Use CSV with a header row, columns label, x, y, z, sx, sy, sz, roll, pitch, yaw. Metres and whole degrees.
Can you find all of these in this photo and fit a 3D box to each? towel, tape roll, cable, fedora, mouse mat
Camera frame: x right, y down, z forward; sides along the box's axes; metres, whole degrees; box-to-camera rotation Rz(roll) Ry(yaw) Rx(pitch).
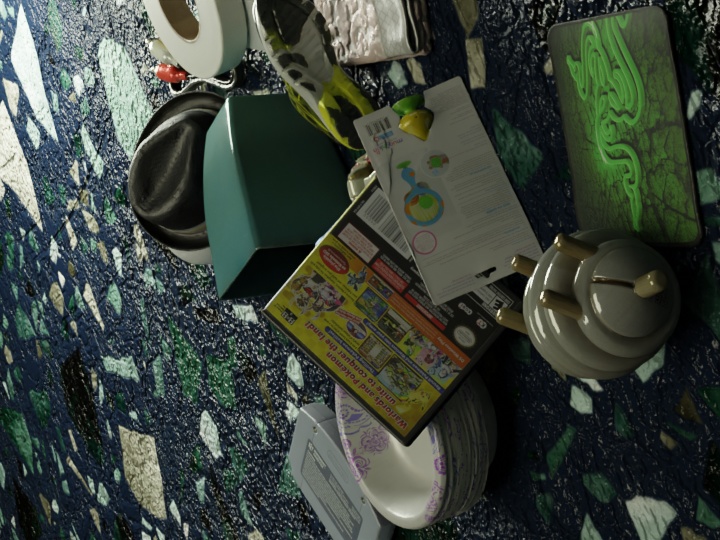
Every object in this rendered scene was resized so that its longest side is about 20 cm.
label,x,y,z,sx,sy,sz,roll,pitch,yaw
towel,0.000,-0.311,1.611,0.191,0.032,0.202,7,108,60
tape roll,-0.204,-0.327,1.864,0.203,0.037,0.204,43,148,34
cable,-0.213,-0.251,1.989,0.200,0.050,0.098,35,127,50
fedora,-0.220,-0.122,1.929,0.199,0.091,0.202,1,93,22
mouse mat,0.222,-0.117,1.334,0.161,0.007,0.202,2,103,60

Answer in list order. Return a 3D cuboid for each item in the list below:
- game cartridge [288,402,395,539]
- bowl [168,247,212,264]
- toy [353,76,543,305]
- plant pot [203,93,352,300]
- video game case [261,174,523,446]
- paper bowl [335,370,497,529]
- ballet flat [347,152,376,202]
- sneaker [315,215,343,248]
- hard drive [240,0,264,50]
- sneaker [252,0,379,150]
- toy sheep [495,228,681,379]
label,x,y,z,sx,sy,sz,roll,pitch,yaw
game cartridge,-0.021,0.262,1.906,0.200,0.041,0.134,53,140,35
bowl,-0.229,-0.093,2.054,0.201,0.090,0.203,32,129,50
toy,0.083,-0.074,1.510,0.047,0.114,0.201,84,163,-77
plant pot,-0.100,-0.092,1.782,0.141,0.140,0.201,-47,55,57
video game case,0.031,0.038,1.537,0.200,0.181,0.025,41,-177,15
paper bowl,0.066,0.158,1.633,0.200,0.104,0.202,33,130,51
ballet flat,0.024,-0.096,1.633,0.200,0.064,0.076,-18,88,62
sneaker,0.000,0.000,1.660,0.076,0.077,0.200,48,167,34
hard drive,-0.148,-0.353,1.808,0.132,0.026,0.201,20,134,56
sneaker,-0.060,-0.208,1.655,0.084,0.074,0.201,9,136,59
toy sheep,0.198,0.027,1.312,0.200,0.137,0.139,159,96,-72
